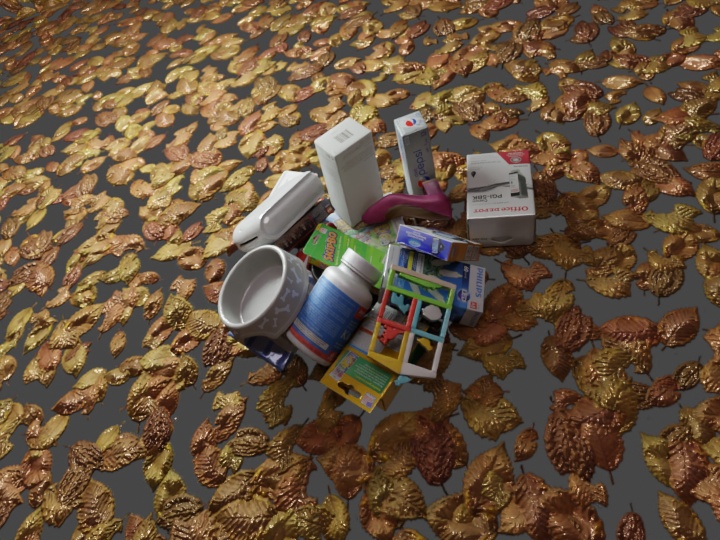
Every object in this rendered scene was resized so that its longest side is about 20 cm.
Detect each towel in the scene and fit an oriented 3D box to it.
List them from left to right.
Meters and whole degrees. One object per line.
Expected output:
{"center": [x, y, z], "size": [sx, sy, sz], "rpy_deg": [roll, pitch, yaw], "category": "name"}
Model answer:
{"center": [-0.158, 0.081, 1.170], "size": [0.144, 0.024, 0.203], "rpy_deg": [31, 77, 9], "category": "towel"}

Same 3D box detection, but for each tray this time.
{"center": [-0.190, -0.184, 1.462], "size": [0.104, 0.023, 0.204], "rpy_deg": [9, 54, 22], "category": "tray"}

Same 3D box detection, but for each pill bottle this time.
{"center": [-0.045, 0.065, 1.094], "size": [0.111, 0.112, 0.203], "rpy_deg": [35, 92, 37], "category": "pill bottle"}

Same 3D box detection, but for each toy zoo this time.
{"center": [0.089, 0.105, 1.038], "size": [0.127, 0.021, 0.206], "rpy_deg": [17, 74, 0], "category": "toy zoo"}

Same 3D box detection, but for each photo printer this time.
{"center": [-0.185, -0.119, 1.259], "size": [0.201, 0.070, 0.164], "rpy_deg": [-48, 19, -31], "category": "photo printer"}

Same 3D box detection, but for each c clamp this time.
{"center": [0.000, 0.000, 1.208], "size": [0.194, 0.027, 0.174], "rpy_deg": [22, 50, 2], "category": "c clamp"}

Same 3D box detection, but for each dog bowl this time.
{"center": [-0.194, 0.042, 1.120], "size": [0.195, 0.059, 0.205], "rpy_deg": [-22, 48, 25], "category": "dog bowl"}

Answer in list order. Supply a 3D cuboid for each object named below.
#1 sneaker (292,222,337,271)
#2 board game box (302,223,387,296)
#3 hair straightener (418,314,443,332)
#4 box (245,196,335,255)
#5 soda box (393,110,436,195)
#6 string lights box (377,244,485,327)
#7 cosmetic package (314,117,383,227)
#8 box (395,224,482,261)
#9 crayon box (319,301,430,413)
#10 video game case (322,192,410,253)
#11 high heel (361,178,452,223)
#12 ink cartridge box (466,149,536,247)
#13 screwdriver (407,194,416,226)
{"center": [-0.137, -0.028, 1.265], "size": [0.113, 0.079, 0.204], "rpy_deg": [19, 69, 31], "category": "sneaker"}
{"center": [-0.016, -0.022, 1.185], "size": [0.195, 0.030, 0.097], "rpy_deg": [27, 49, 2], "category": "board game box"}
{"center": [0.137, 0.033, 1.166], "size": [0.074, 0.041, 0.205], "rpy_deg": [-14, 53, 5], "category": "hair straightener"}
{"center": [-0.160, -0.087, 1.317], "size": [0.200, 0.040, 0.136], "rpy_deg": [-44, 20, -20], "category": "box"}
{"center": [0.127, -0.245, 1.297], "size": [0.061, 0.203, 0.069], "rpy_deg": [-19, 46, -1], "category": "soda box"}
{"center": [0.137, 0.029, 1.118], "size": [0.193, 0.060, 0.105], "rpy_deg": [13, 55, 0], "category": "string lights box"}
{"center": [-0.020, -0.214, 1.287], "size": [0.106, 0.203, 0.084], "rpy_deg": [-36, 51, -20], "category": "cosmetic package"}
{"center": [0.155, -0.054, 1.151], "size": [0.116, 0.198, 0.043], "rpy_deg": [21, 99, 29], "category": "box"}
{"center": [0.031, 0.168, 1.085], "size": [0.123, 0.052, 0.201], "rpy_deg": [23, 60, 31], "category": "crayon box"}
{"center": [0.006, -0.083, 1.320], "size": [0.194, 0.022, 0.185], "rpy_deg": [-19, 48, 1], "category": "video game case"}
{"center": [0.102, -0.123, 1.283], "size": [0.194, 0.068, 0.099], "rpy_deg": [-21, 69, -3], "category": "high heel"}
{"center": [0.300, -0.158, 1.253], "size": [0.141, 0.084, 0.205], "rpy_deg": [-3, 50, 13], "category": "ink cartridge box"}
{"center": [0.126, -0.107, 1.309], "size": [0.028, 0.028, 0.204], "rpy_deg": [12, 42, -13], "category": "screwdriver"}
